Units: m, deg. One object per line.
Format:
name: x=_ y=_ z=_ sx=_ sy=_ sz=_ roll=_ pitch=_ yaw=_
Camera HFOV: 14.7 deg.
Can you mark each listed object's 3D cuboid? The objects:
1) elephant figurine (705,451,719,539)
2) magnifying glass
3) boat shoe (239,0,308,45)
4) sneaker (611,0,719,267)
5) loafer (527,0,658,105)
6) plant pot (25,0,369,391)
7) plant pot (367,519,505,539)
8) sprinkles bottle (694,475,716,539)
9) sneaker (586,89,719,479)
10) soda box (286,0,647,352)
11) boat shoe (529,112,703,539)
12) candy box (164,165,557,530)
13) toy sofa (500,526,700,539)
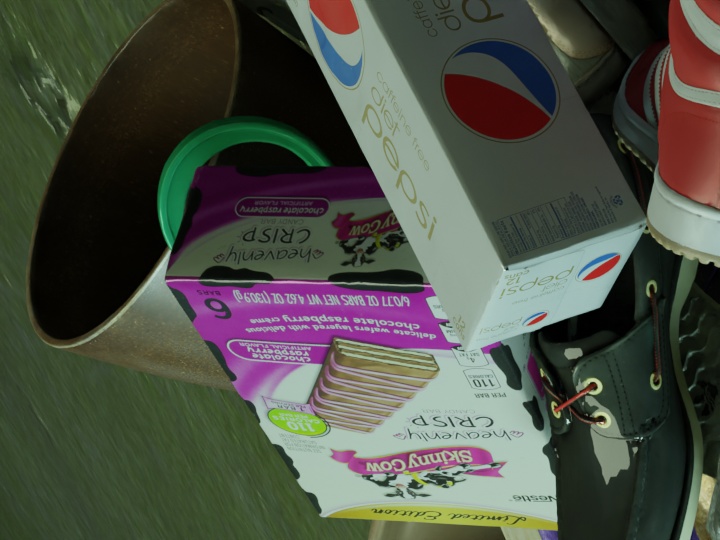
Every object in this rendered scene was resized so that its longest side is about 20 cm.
elephant figurine: x=0.231 y=0.068 z=1.006 sx=0.155 sy=0.198 sz=0.143 roll=-54 pitch=-27 yaw=-76
magnifying glass: x=0.000 y=0.000 z=1.249 sx=0.199 sy=0.080 sz=0.022 roll=30 pitch=-174 yaw=-12
boat shoe: x=-0.057 y=-0.164 z=1.350 sx=0.200 sy=0.071 sz=0.069 roll=45 pitch=159 yaw=19
sneaker: x=0.139 y=-0.084 z=1.034 sx=0.200 sy=0.071 sz=0.113 roll=-89 pitch=8 yaw=-70
loafer: x=0.037 y=-0.149 z=1.156 sx=0.200 sy=0.063 sz=0.072 roll=48 pitch=-172 yaw=10
plant pot: x=-0.031 y=-0.013 z=1.369 sx=0.199 sy=0.188 sz=0.187 roll=26 pitch=172 yaw=-27
plant pot: x=0.108 y=0.159 z=1.408 sx=0.201 sy=0.201 sz=0.093 roll=44 pitch=-162 yaw=24
sprinkles bottle: x=0.123 y=0.025 z=1.262 sx=0.200 sy=0.068 sz=0.068 roll=53 pitch=159 yaw=1
sneaker: x=0.148 y=0.014 z=1.184 sx=0.070 sy=0.099 sz=0.201 roll=-46 pitch=50 yaw=29
soda box: x=0.031 y=-0.075 z=1.071 sx=0.201 sy=0.063 sz=0.068 roll=64 pitch=158 yaw=23
boat shoe: x=0.096 y=0.038 z=1.115 sx=0.073 sy=0.063 sz=0.203 roll=-1 pitch=85 yaw=50
candy box: x=0.017 y=0.036 z=1.185 sx=0.135 sy=0.061 sz=0.200 roll=1 pitch=148 yaw=23
toy sofa: x=0.123 y=0.140 z=1.299 sx=0.097 sy=0.083 sz=0.201 roll=-30 pitch=74 yaw=27
